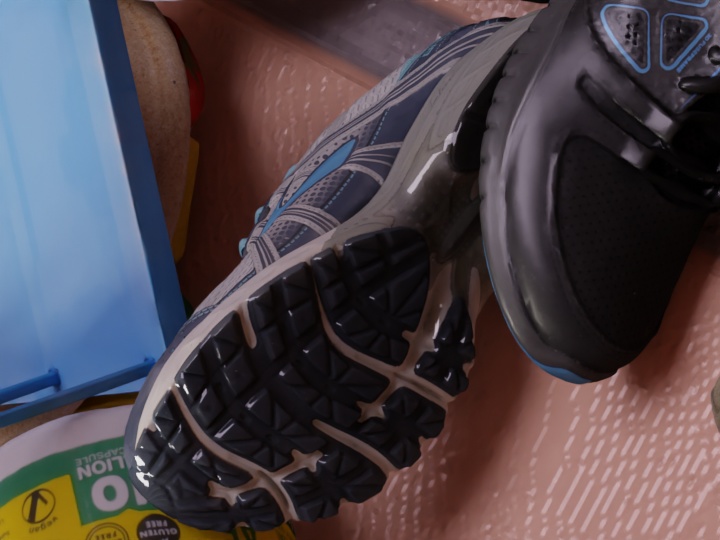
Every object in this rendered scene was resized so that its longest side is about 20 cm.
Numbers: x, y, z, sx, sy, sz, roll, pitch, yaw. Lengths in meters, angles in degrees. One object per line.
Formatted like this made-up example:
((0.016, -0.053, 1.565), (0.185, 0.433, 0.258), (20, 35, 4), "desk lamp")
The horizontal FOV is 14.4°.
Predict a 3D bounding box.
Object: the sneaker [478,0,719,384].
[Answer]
((0.095, -0.063, 0.823), (0.082, 0.073, 0.201), (9, 79, 47), "sneaker")

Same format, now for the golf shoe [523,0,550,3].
((0.024, -0.149, 0.925), (0.077, 0.088, 0.200), (-48, 45, 20), "golf shoe")

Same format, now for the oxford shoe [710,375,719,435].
((0.156, -0.022, 0.742), (0.200, 0.070, 0.075), (-53, 37, 12), "oxford shoe")

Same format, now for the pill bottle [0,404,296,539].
((-0.057, 0.149, 0.850), (0.113, 0.112, 0.201), (-40, 46, 26), "pill bottle")

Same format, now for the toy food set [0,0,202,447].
((-0.128, -0.014, 1.042), (0.199, 0.049, 0.199), (-11, 63, 43), "toy food set")

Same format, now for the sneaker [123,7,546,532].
((0.000, 0.000, 0.874), (0.200, 0.078, 0.086), (-44, 26, -17), "sneaker")

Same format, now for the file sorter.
((-0.174, -0.011, 0.913), (0.199, 0.122, 0.140), (-8, 98, 42), "file sorter")
